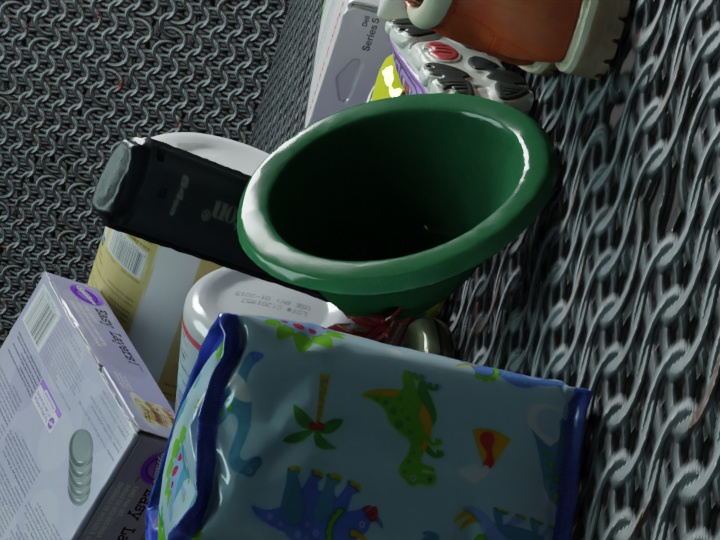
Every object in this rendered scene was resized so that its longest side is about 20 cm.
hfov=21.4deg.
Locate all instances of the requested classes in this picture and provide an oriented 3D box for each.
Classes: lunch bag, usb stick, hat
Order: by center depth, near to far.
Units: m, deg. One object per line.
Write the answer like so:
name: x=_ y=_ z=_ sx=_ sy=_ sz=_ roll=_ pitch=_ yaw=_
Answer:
lunch bag: x=-0.008 y=0.109 z=0.865 sx=0.200 sy=0.170 sz=0.128 roll=128 pitch=155 yaw=-70
hat: x=0.027 y=0.018 z=1.057 sx=0.166 sy=0.200 sz=0.176 roll=-57 pitch=-38 yaw=-40
usb stick: x=-0.065 y=-0.026 z=1.078 sx=0.033 sy=0.200 sz=0.055 roll=33 pitch=100 yaw=45

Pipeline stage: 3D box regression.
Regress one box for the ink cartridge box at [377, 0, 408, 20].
ink cartridge box: x=0.079 y=-0.267 z=1.211 sx=0.147 sy=0.083 sz=0.200 roll=126 pitch=156 yaw=-71

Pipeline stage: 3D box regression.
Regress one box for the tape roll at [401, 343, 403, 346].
tape roll: x=-0.030 y=0.062 z=1.374 sx=0.200 sy=0.066 sz=0.200 roll=-168 pitch=90 yaw=-72

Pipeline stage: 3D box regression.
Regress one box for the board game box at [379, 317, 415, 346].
board game box: x=0.000 y=0.000 z=1.188 sx=0.103 sy=0.019 sz=0.200 roll=58 pitch=145 yaw=27

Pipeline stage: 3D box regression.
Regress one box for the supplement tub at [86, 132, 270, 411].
supplement tub: x=-0.120 y=0.019 z=1.336 sx=0.145 sy=0.145 sz=0.200 roll=-92 pitch=21 yaw=-63

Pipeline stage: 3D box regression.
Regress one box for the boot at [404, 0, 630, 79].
boot: x=0.069 y=-0.148 z=1.000 sx=0.200 sy=0.107 sz=0.075 roll=-122 pitch=44 yaw=-81

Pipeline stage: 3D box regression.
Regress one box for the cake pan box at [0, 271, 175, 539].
cake pan box: x=-0.203 y=0.125 z=1.237 sx=0.184 sy=0.052 sz=0.200 roll=-58 pitch=40 yaw=14

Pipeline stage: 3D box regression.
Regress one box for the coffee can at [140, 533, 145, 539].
coffee can: x=-0.125 y=0.275 z=1.234 sx=0.200 sy=0.146 sz=0.146 roll=-118 pitch=42 yaw=-72

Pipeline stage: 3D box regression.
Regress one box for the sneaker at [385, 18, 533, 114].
sneaker: x=0.051 y=-0.100 z=1.159 sx=0.200 sy=0.081 sz=0.083 roll=-95 pitch=15 yaw=-66

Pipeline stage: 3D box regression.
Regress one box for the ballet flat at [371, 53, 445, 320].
ballet flat: x=0.041 y=-0.056 z=1.231 sx=0.067 sy=0.067 sz=0.200 roll=-29 pitch=52 yaw=61

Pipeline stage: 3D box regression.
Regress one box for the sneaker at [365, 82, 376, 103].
sneaker: x=0.025 y=-0.082 z=1.309 sx=0.088 sy=0.076 sz=0.200 roll=113 pitch=167 yaw=-51

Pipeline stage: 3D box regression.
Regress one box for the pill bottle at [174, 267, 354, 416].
pill bottle: x=-0.065 y=0.104 z=1.208 sx=0.109 sy=0.109 sz=0.200 roll=-89 pitch=6 yaw=-59

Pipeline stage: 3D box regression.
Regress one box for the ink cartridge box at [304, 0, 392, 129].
ink cartridge box: x=0.016 y=-0.209 z=1.561 sx=0.200 sy=0.084 sz=0.146 roll=-84 pitch=11 yaw=-48

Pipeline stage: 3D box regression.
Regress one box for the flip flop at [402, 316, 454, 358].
flip flop: x=0.022 y=0.093 z=1.086 sx=0.200 sy=0.058 sz=0.081 roll=-87 pitch=13 yaw=-55
